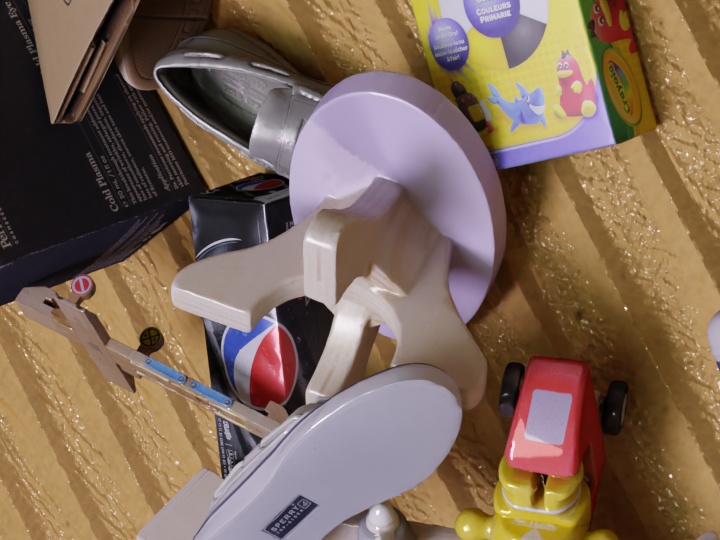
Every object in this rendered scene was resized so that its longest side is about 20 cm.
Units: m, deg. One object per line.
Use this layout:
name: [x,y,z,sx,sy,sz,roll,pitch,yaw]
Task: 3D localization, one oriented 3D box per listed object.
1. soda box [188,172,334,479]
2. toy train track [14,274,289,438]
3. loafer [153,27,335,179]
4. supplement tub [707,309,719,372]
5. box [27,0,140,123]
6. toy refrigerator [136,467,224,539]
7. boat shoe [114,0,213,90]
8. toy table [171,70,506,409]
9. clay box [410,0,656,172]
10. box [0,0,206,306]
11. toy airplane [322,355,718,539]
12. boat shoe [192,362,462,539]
soda box: [-0.050,0.046,1.672,0.063,0.071,0.201,5,108,39]
toy train track: [-0.117,0.051,1.652,0.199,0.033,0.115,26,161,22]
loafer: [-0.037,-0.080,1.618,0.199,0.070,0.070,28,121,31]
supplement tub: [0.270,0.091,1.360,0.145,0.145,0.201,-21,90,43]
box: [-0.170,-0.214,1.636,0.164,0.021,0.201,124,138,-53]
toy refrigerator: [-0.071,0.214,1.698,0.076,0.070,0.200,30,151,30]
boat shoe: [-0.134,-0.211,1.663,0.065,0.072,0.201,15,112,46]
toy table: [0.000,0.000,1.535,0.183,0.117,0.201,11,140,24]
clay box: [0.081,-0.159,1.506,0.115,0.048,0.201,-11,98,42]
box: [-0.228,-0.089,1.706,0.104,0.182,0.201,-35,81,42]
toy airplane: [0.096,0.166,1.537,0.200,0.141,0.199,-35,102,26]
boat shoe: [-0.019,0.103,1.516,0.072,0.066,0.200,30,126,-21]
